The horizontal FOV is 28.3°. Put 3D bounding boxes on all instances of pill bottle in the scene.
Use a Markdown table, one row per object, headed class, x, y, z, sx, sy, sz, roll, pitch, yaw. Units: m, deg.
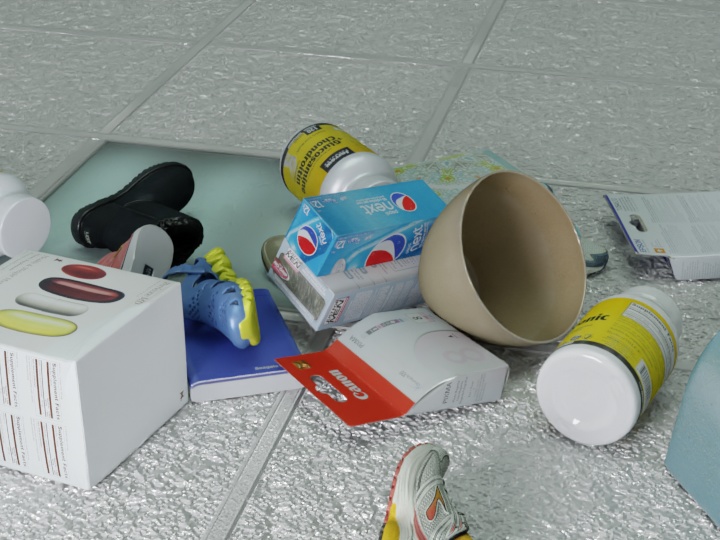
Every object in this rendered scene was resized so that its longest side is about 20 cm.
| class | x | y | z | sx | sy | sz | roll | pitch | yaw |
| --- | --- | --- | --- | --- | --- | --- | --- | --- | --- |
| pill bottle | -0.494 | -0.081 | 1.841 | 0.199 | 0.113 | 0.112 | 21 | 33 | 35 |
| pill bottle | -0.020 | -0.116 | 1.909 | 0.112 | 0.113 | 0.200 | -12 | 29 | -25 |
| pill bottle | 0.273 | 0.092 | 1.515 | 0.111 | 0.112 | 0.200 | 14 | 29 | 26 |

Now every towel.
| class | x | y | z | sx | sy | sz | roll | pitch | yaw |
| --- | --- | --- | --- | --- | --- | --- | --- | --- | --- |
| towel | 0.148 | -0.107 | 1.990 | 0.170 | 0.048 | 0.200 | -14 | 30 | -21 |

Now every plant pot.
| class | x | y | z | sx | sy | sz | roll | pitch | yaw |
| --- | --- | --- | --- | --- | --- | --- | --- | --- | --- |
| plant pot | 0.424 | 0.134 | 1.335 | 0.195 | 0.201 | 0.196 | -6 | 28 | -16 |
| plant pot | 0.143 | 0.000 | 1.647 | 0.200 | 0.201 | 0.134 | -26 | 3 | -43 |

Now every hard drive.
| class | x | y | z | sx | sy | sz | roll | pitch | yaw |
| --- | --- | --- | --- | --- | --- | --- | --- | --- | --- |
| hard drive | -0.145 | 0.081 | 1.622 | 0.131 | 0.025 | 0.200 | -7 | 27 | -15 |

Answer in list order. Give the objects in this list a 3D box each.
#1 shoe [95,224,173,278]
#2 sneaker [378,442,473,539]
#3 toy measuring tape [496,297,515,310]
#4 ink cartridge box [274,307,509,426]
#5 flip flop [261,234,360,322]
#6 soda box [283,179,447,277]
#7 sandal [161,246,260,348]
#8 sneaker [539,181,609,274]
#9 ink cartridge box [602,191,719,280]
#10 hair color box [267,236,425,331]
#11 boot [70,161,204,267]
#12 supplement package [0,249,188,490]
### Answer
| class | x | y | z | sx | sy | sz | roll | pitch | yaw |
| --- | --- | --- | --- | --- | --- | --- | --- | --- | --- |
| shoe | -0.280 | 0.041 | 1.660 | 0.091 | 0.071 | 0.201 | -31 | 34 | 38 |
| sneaker | 0.061 | 0.234 | 1.277 | 0.082 | 0.078 | 0.200 | 8 | 36 | 5 |
| toy measuring tape | 0.130 | -0.019 | 1.782 | 0.073 | 0.074 | 0.200 | -13 | 29 | -26 |
| ink cartridge box | 0.034 | 0.099 | 1.537 | 0.199 | 0.057 | 0.162 | -1 | 23 | -35 |
| flip flop | -0.054 | 0.000 | 1.749 | 0.081 | 0.058 | 0.200 | -17 | 34 | -23 |
| soda box | 0.012 | -0.051 | 1.647 | 0.199 | 0.064 | 0.068 | -13 | 51 | -44 |
| sandal | -0.169 | 0.038 | 1.603 | 0.087 | 0.080 | 0.200 | -13 | 20 | -18 |
| sneaker | 0.233 | -0.059 | 1.800 | 0.199 | 0.087 | 0.078 | 21 | 20 | -15 |
| ink cartridge box | 0.435 | -0.048 | 1.882 | 0.199 | 0.041 | 0.200 | -1 | 26 | -3 |
| hair color box | 0.000 | 0.000 | 1.683 | 0.199 | 0.061 | 0.099 | -12 | 50 | -45 |
| boot | -0.253 | -0.066 | 1.853 | 0.168 | 0.077 | 0.200 | 21 | 39 | 41 |
| supplement package | -0.311 | 0.093 | 1.455 | 0.199 | 0.148 | 0.191 | 11 | 28 | 22 |
